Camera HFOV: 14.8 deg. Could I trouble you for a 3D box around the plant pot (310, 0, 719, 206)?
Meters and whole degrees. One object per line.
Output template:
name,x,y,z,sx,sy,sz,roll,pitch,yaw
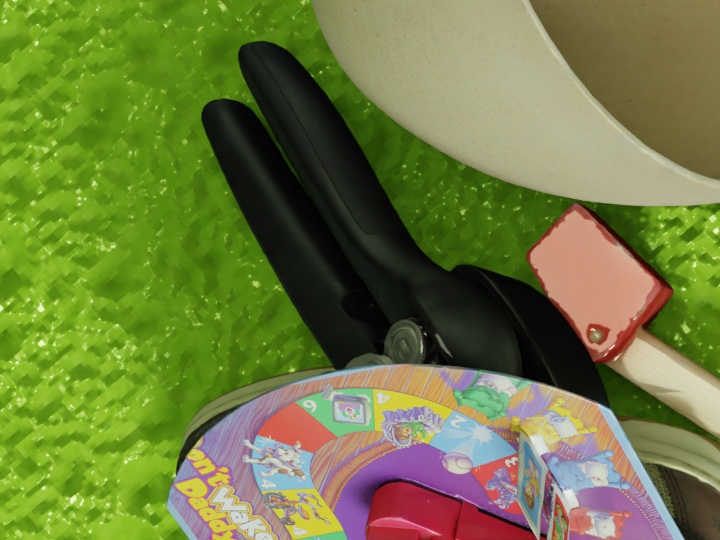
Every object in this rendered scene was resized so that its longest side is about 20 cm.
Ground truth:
plant pot,0.060,-0.107,0.888,0.134,0.200,0.201,-18,81,46

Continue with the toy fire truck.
toy fire truck,0.167,0.026,0.910,0.141,0.049,0.200,-43,80,6

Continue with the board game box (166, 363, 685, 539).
board game box,0.029,0.113,0.867,0.158,0.200,0.039,-12,38,26

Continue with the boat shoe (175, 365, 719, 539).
boat shoe,0.028,0.078,0.912,0.200,0.065,0.073,2,118,17

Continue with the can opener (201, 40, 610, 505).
can opener,0.000,0.000,0.916,0.063,0.079,0.200,-55,51,18
